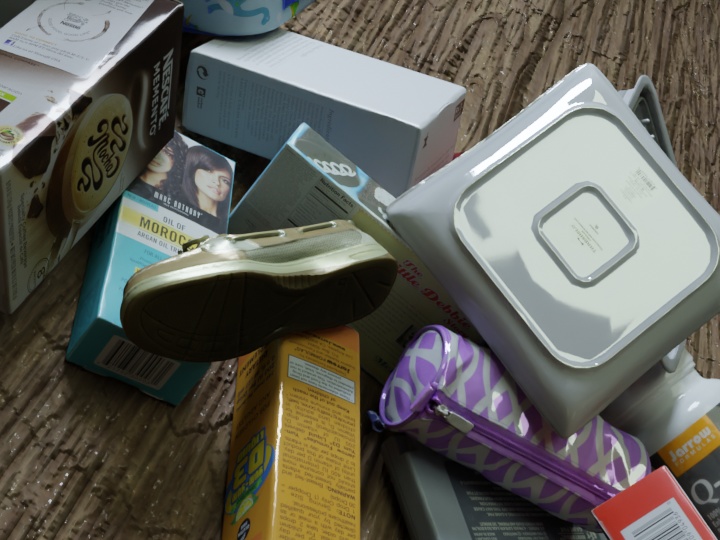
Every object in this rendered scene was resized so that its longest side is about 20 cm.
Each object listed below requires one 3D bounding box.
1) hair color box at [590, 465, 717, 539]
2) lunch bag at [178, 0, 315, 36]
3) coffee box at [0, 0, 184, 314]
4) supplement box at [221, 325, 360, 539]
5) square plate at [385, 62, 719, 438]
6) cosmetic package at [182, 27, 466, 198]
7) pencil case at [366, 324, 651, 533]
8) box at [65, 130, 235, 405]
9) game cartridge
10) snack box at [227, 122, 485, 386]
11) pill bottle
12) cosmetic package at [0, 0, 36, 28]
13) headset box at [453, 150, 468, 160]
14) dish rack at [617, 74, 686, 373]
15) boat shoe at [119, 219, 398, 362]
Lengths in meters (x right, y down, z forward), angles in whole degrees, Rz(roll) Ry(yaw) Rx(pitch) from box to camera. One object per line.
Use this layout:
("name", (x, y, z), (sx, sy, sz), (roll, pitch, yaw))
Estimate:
("hair color box", (0.229, 0.229, 0.832), (0.200, 0.061, 0.102), (55, 4, -45))
("lunch bag", (-0.109, -0.262, 1.026), (0.159, 0.083, 0.200), (15, 31, 16))
("coffee box", (-0.192, -0.087, 0.753), (0.079, 0.114, 0.201), (22, 45, 10))
("supplement box", (-0.042, 0.118, 0.773), (0.068, 0.067, 0.201), (24, 39, -24))
("square plate", (0.152, -0.023, 0.842), (0.197, 0.028, 0.201), (-36, 80, -14))
("cosmetic package", (-0.029, -0.126, 0.958), (0.198, 0.075, 0.102), (23, 33, 18))
("pencil case", (0.108, 0.112, 0.849), (0.199, 0.085, 0.085), (27, 4, -19))
("box", (-0.137, -0.012, 0.827), (0.082, 0.049, 0.201), (26, 39, -23))
("game cartridge", (0.112, 0.184, 0.884), (0.199, 0.042, 0.134), (10, 52, -38))
("snack box", (0.000, 0.000, 0.890), (0.200, 0.116, 0.037), (40, 37, -6))
("pill bottle", (0.286, 0.163, 1.003), (0.201, 0.116, 0.116), (52, 36, 12))
("cosmetic package", (-0.227, -0.242, 0.843), (0.198, 0.200, 0.124), (26, 39, -23))
("headset box", (0.090, -0.019, 1.031), (0.199, 0.077, 0.149), (-15, 65, -52))
("dish rack", (0.222, -0.037, 0.979), (0.172, 0.043, 0.201), (-54, 130, -48))
("boat shoe", (-0.068, 0.004, 0.771), (0.199, 0.074, 0.063), (-12, 46, -36))
